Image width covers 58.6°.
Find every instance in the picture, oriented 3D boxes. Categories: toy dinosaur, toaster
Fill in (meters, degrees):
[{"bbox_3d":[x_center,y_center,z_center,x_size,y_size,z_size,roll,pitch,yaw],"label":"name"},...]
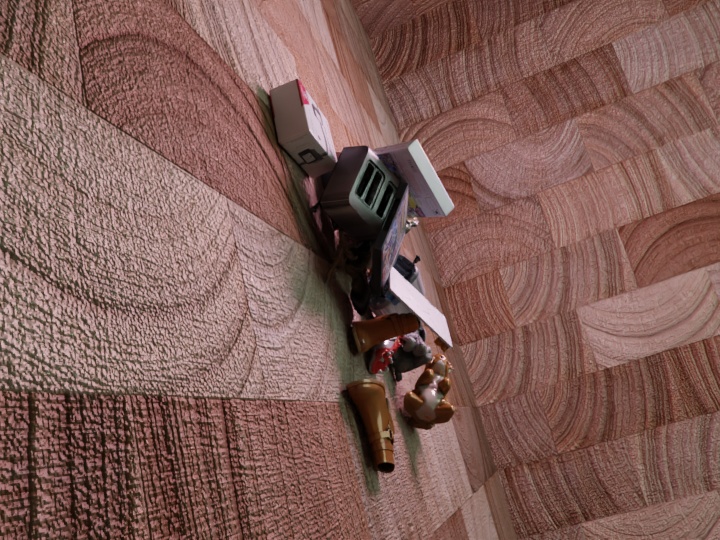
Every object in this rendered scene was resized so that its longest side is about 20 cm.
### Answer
[{"bbox_3d":[0.091,-0.122,1.799,0.199,0.047,0.089,-40,99,-29],"label":"toy dinosaur"},{"bbox_3d":[0.005,-0.177,1.556,0.180,0.117,0.203,40,63,-36],"label":"toaster"},{"bbox_3d":[0.096,0.053,1.743,0.113,0.199,0.130,40,-13,37],"label":"toaster"}]

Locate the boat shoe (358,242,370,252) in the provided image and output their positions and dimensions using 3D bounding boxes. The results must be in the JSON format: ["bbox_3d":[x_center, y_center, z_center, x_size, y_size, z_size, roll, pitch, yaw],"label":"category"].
[{"bbox_3d":[0.018,-0.104,1.820,0.082,0.069,0.202,16,37,-18],"label":"boat shoe"}]

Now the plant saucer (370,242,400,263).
[{"bbox_3d":[0.063,-0.095,1.672,0.200,0.027,0.205,-173,-90,-72],"label":"plant saucer"}]

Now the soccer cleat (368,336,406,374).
[{"bbox_3d":[0.053,0.196,1.641,0.200,0.084,0.070,-45,147,-52],"label":"soccer cleat"}]

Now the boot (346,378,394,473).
[{"bbox_3d":[0.026,0.328,1.348,0.201,0.075,0.158,66,16,-54],"label":"boot"}]

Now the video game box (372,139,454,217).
[{"bbox_3d":[0.125,-0.225,1.617,0.181,0.047,0.202,3,-49,56],"label":"video game box"}]

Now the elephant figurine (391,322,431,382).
[{"bbox_3d":[0.137,0.177,1.817,0.142,0.153,0.202,54,24,-33],"label":"elephant figurine"}]

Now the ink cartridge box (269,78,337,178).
[{"bbox_3d":[-0.133,-0.335,1.539,0.200,0.082,0.148,41,33,-66],"label":"ink cartridge box"}]

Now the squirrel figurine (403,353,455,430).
[{"bbox_3d":[0.198,0.338,1.810,0.202,0.138,0.189,93,10,-49],"label":"squirrel figurine"}]

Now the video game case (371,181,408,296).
[{"bbox_3d":[0.067,-0.068,1.453,0.201,0.025,0.183,89,22,-60],"label":"video game case"}]

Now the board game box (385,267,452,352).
[{"bbox_3d":[0.134,0.089,1.535,0.199,0.026,0.200,43,13,-9],"label":"board game box"}]

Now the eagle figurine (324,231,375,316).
[{"bbox_3d":[-0.004,-0.004,1.539,0.200,0.151,0.152,47,6,-50],"label":"eagle figurine"}]

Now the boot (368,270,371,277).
[{"bbox_3d":[0.066,-0.038,1.827,0.145,0.069,0.205,-74,179,-66],"label":"boot"}]

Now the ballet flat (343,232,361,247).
[{"bbox_3d":[-0.019,-0.135,1.767,0.069,0.070,0.203,56,20,-45],"label":"ballet flat"}]

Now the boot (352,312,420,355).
[{"bbox_3d":[0.065,0.140,1.540,0.200,0.151,0.075,-45,122,-75],"label":"boot"}]

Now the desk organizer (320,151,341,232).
[{"bbox_3d":[-0.045,-0.209,1.688,0.076,0.072,0.204,-1,67,-32],"label":"desk organizer"}]
